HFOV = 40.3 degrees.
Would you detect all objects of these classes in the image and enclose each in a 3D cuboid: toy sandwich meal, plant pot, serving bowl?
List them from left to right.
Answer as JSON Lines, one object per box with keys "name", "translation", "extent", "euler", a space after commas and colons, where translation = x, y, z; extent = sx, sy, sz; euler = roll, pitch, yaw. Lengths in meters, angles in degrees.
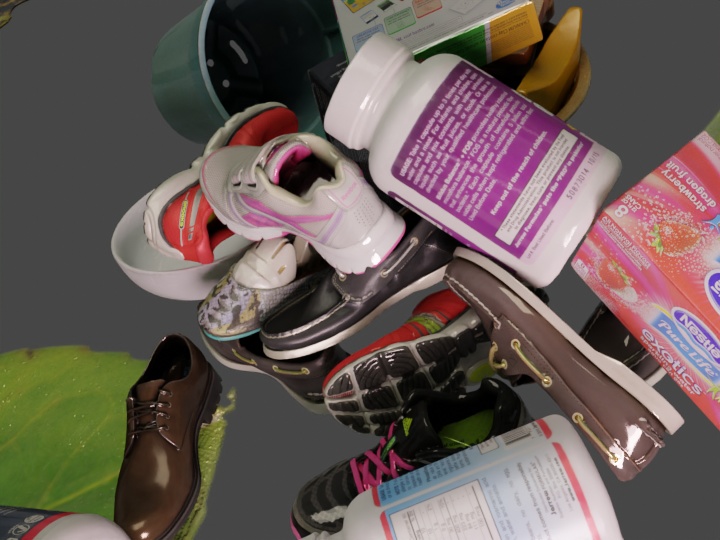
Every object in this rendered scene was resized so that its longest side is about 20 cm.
{"name": "serving bowl", "translation": [-0.136, -0.034, 0.949], "extent": [0.198, 0.066, 0.201], "euler": [-14, 33, 9]}
{"name": "plant pot", "translation": [-0.128, -0.221, 1.079], "extent": [0.200, 0.201, 0.195], "euler": [-44, 25, -25]}
{"name": "toy sandwich meal", "translation": [0.101, -0.178, 0.819], "extent": [0.202, 0.071, 0.207], "euler": [-8, 47, 9]}

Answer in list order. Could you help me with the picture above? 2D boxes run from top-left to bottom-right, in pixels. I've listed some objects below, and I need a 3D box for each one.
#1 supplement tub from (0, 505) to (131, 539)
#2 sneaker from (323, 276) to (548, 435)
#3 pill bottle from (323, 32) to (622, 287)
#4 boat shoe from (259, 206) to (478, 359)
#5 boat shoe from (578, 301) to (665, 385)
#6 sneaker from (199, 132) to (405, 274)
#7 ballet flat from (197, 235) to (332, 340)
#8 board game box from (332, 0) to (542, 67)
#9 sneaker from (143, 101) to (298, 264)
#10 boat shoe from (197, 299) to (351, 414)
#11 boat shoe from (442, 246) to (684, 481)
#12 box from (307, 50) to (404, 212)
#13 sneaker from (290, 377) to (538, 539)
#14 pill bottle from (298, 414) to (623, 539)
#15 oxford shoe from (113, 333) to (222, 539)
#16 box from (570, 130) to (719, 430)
{"name": "supplement tub", "translation": [-0.264, 0.235, 0.685], "extent": [0.198, 0.141, 0.141], "euler": [-2, 44, 23]}
{"name": "sneaker", "translation": [0.056, 0.062, 0.782], "extent": [0.198, 0.078, 0.085], "euler": [-24, 27, -17]}
{"name": "pill bottle", "translation": [0.077, -0.084, 0.707], "extent": [0.199, 0.113, 0.113], "euler": [33, 58, 6]}
{"name": "boat shoe", "translation": [0.000, 0.000, 0.791], "extent": [0.199, 0.068, 0.072], "euler": [-32, 28, -8]}
{"name": "boat shoe", "translation": [0.222, 0.021, 0.745], "extent": [0.201, 0.061, 0.071], "euler": [-40, 46, -20]}
{"name": "sneaker", "translation": [-0.057, -0.072, 0.769], "extent": [0.198, 0.089, 0.082], "euler": [18, 59, 36]}
{"name": "ballet flat", "translation": [-0.059, -0.010, 0.843], "extent": [0.072, 0.073, 0.199], "euler": [21, 36, 40]}
{"name": "board game box", "translation": [0.051, -0.238, 0.821], "extent": [0.151, 0.040, 0.202], "euler": [-21, 50, 11]}
{"name": "sneaker", "translation": [-0.106, -0.073, 0.886], "extent": [0.084, 0.078, 0.201], "euler": [23, 54, 21]}
{"name": "boat shoe", "translation": [-0.081, 0.055, 0.862], "extent": [0.200, 0.061, 0.072], "euler": [23, 57, 41]}
{"name": "boat shoe", "translation": [0.126, 0.060, 0.684], "extent": [0.200, 0.072, 0.060], "euler": [41, 91, 23]}
{"name": "box", "translation": [0.067, -0.135, 0.913], "extent": [0.147, 0.108, 0.200], "euler": [-30, 47, -12]}
{"name": "sneaker", "translation": [0.035, 0.132, 0.701], "extent": [0.198, 0.088, 0.074], "euler": [-21, 39, 2]}
{"name": "pill bottle", "translation": [0.059, 0.177, 0.624], "extent": [0.198, 0.109, 0.109], "euler": [-22, 39, 1]}
{"name": "oxford shoe", "translation": [-0.169, 0.135, 0.798], "extent": [0.072, 0.085, 0.201], "euler": [-10, 43, 12]}
{"name": "box", "translation": [0.248, 0.024, 0.650], "extent": [0.099, 0.096, 0.201], "euler": [-35, 73, -15]}
